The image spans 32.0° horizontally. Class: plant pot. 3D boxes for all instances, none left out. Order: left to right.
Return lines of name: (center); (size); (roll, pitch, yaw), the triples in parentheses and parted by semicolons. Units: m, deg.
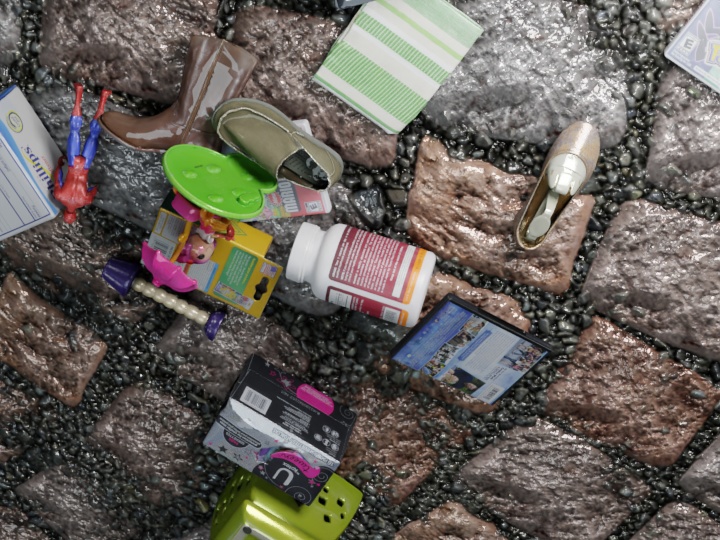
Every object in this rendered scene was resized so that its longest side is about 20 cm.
plant pot: (-0.138, 0.427, 2.061); (0.199, 0.182, 0.199); (32, 123, -7)

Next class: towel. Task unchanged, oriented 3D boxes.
towel: (0.045, -0.288, 1.666); (0.152, 0.023, 0.200); (35, 122, -8)

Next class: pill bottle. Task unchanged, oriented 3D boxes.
pill bottle: (0.000, 0.000, 1.800); (0.198, 0.113, 0.114); (18, 124, 4)

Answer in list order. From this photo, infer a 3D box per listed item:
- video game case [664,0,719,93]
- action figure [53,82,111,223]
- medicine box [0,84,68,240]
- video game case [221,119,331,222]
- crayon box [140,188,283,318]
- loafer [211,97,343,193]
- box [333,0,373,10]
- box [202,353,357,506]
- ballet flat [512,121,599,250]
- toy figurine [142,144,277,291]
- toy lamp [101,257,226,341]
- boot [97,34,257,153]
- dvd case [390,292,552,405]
video game case: (0.507, -0.282, 1.540); (0.199, 0.023, 0.183); (33, 123, -5)
action figure: (-0.407, -0.171, 1.835); (0.065, 0.099, 0.202); (11, 101, -13)
medicine box: (-0.554, -0.146, 1.870); (0.199, 0.103, 0.183); (-20, 114, 24)
video game case: (-0.152, -0.139, 1.814); (0.198, 0.017, 0.144); (-5, 120, 19)
crayon box: (-0.215, -0.023, 1.869); (0.199, 0.052, 0.126); (26, 133, -4)
loafer: (-0.111, -0.169, 1.721); (0.199, 0.070, 0.076); (25, 115, -14)
box: (0.043, -0.425, 1.554); (0.198, 0.046, 0.160); (-10, 108, 21)
box: (-0.126, 0.252, 1.978); (0.199, 0.132, 0.115); (30, 122, -4)
ballet flat: (0.264, -0.106, 1.689); (0.068, 0.067, 0.201); (23, 124, 0)
toy figurine: (-0.224, -0.059, 1.738); (0.150, 0.200, 0.185); (41, 119, 16)
toy lamp: (-0.305, 0.040, 1.945); (0.199, 0.058, 0.058); (27, 124, -5)
boot: (-0.254, -0.252, 1.738); (0.185, 0.064, 0.201); (20, 120, -7)
dvd case: (0.163, 0.118, 1.844); (0.199, 0.018, 0.143); (27, 124, -26)
